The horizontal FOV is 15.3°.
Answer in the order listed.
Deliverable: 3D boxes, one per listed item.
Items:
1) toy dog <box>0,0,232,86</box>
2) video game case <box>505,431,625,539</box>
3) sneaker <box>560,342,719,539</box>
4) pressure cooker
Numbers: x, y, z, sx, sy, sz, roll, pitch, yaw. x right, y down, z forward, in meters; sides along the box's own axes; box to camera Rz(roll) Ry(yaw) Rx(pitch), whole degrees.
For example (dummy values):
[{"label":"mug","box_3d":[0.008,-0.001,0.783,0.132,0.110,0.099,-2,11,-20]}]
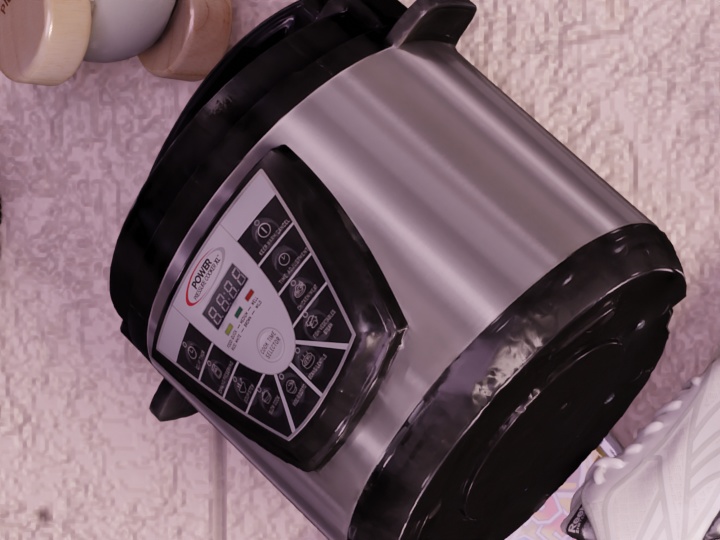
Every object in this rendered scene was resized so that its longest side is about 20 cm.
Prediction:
[{"label":"toy dog","box_3d":[-0.099,-0.168,1.097,0.096,0.132,0.201,27,90,47]},{"label":"video game case","box_3d":[0.073,0.173,1.098,0.182,0.023,0.200,-40,83,7]},{"label":"sneaker","box_3d":[0.127,0.083,1.050,0.081,0.075,0.201,19,78,9]},{"label":"pressure cooker","box_3d":[0.001,0.000,1.031,0.176,0.179,0.200,-39,69,-19]}]
